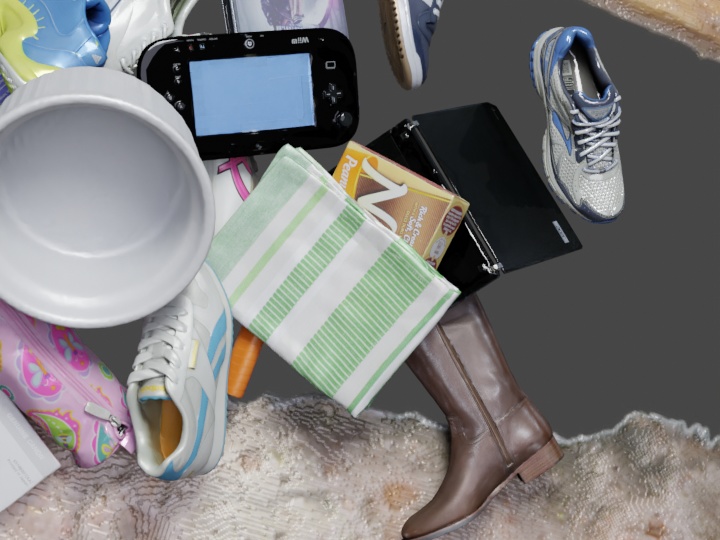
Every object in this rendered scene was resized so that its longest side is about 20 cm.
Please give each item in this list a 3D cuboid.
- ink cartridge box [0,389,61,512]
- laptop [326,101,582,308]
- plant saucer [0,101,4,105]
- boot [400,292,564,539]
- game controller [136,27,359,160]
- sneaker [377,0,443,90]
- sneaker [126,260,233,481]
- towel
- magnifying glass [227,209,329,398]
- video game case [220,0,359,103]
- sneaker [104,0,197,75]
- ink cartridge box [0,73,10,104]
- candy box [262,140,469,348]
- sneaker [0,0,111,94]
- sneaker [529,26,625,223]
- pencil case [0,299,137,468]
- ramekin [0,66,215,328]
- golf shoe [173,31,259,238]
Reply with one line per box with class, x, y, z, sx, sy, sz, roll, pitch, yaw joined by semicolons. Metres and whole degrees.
ink cartridge box;-0.387;0.145;1.071;0.176;0.045;0.201;-37;94;-12
laptop;0.078;-0.049;1.186;0.199;0.103;0.178;-33;73;11
plant saucer;-0.261;-0.055;1.084;0.198;0.050;0.203;-5;105;-17
boot;0.071;0.133;1.170;0.185;0.064;0.201;-31;89;-13
game controller;-0.095;-0.153;1.073;0.198;0.042;0.106;-8;109;-22
sneaker;0.071;-0.278;1.198;0.107;0.070;0.202;-8;84;-11
sneaker;-0.157;0.077;1.056;0.076;0.081;0.203;-6;86;21
towel;-0.033;0.010;1.073;0.200;0.023;0.153;40;97;6
magnifying glass;-0.080;0.017;1.112;0.079;0.022;0.202;23;90;28
video game case;-0.071;-0.249;1.156;0.142;0.019;0.202;-7;85;-44
sneaker;-0.202;-0.216;1.121;0.070;0.073;0.201;25;78;17
ink cartridge box;-0.352;-0.153;1.109;0.200;0.037;0.095;45;78;-4
candy box;0.000;0.000;1.119;0.115;0.055;0.201;29;94;21
sneaker;-0.270;-0.215;1.073;0.104;0.076;0.201;-27;53;-5
sneaker;0.218;-0.144;1.212;0.076;0.085;0.202;-17;90;-13
pencil case;-0.270;0.082;1.065;0.087;0.087;0.200;-43;107;-13
ramekin;-0.218;-0.064;0.992;0.198;0.098;0.202;-4;120;-8
golf shoe;-0.143;-0.115;1.122;0.092;0.072;0.203;6;78;-45
